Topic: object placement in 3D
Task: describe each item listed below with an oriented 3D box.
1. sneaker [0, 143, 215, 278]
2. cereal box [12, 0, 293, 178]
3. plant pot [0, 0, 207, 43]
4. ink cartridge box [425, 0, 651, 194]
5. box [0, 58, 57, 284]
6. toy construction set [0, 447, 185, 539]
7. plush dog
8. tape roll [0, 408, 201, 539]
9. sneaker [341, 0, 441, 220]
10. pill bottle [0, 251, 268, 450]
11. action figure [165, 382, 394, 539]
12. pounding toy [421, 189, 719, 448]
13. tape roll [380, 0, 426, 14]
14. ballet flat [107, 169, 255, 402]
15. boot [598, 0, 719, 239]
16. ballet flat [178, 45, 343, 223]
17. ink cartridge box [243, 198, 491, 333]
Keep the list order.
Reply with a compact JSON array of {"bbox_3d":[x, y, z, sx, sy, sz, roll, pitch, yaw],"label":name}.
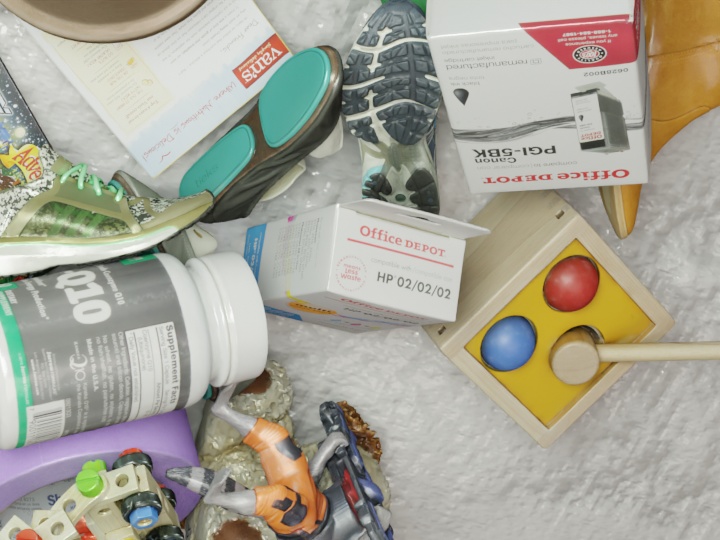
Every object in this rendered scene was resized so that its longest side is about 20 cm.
[{"bbox_3d":[-0.203,-0.049,1.209,0.198,0.077,0.090,-11,95,-11],"label":"sneaker"},{"bbox_3d":[-0.157,-0.184,1.224,0.143,0.040,0.200,-38,124,-1],"label":"cereal box"},{"bbox_3d":[-0.171,-0.246,1.071,0.198,0.175,0.203,0,96,-4],"label":"plant pot"},{"bbox_3d":[0.134,-0.144,1.226,0.145,0.084,0.201,-3,149,13],"label":"ink cartridge box"},{"bbox_3d":[-0.293,-0.072,1.228,0.136,0.038,0.201,-30,123,-5],"label":"box"},{"bbox_3d":[-0.199,0.196,1.235,0.130,0.093,0.200,-19,162,0],"label":"toy construction set"},{"bbox_3d":[-0.056,0.191,1.402,0.170,0.202,0.161,9,146,-15],"label":"plush dog"},{"bbox_3d":[-0.224,0.161,1.307,0.198,0.066,0.201,-14,151,-8],"label":"tape roll"},{"bbox_3d":[0.024,-0.127,1.294,0.077,0.087,0.201,1,131,1],"label":"sneaker"},{"bbox_3d":[-0.174,0.051,1.201,0.198,0.113,0.114,-12,120,-24],"label":"pill bottle"},{"bbox_3d":[-0.048,0.167,1.288,0.104,0.200,0.193,-41,116,10],"label":"action figure"},{"bbox_3d":[0.178,0.043,1.416,0.184,0.142,0.200,-44,123,5],"label":"pounding toy"},{"bbox_3d":[0.108,-0.247,1.294,0.198,0.048,0.203,-10,119,-18],"label":"tape roll"},{"bbox_3d":[-0.131,0.005,1.308,0.063,0.067,0.202,-29,108,-22],"label":"ballet flat"},{"bbox_3d":[0.261,-0.133,1.383,0.142,0.071,0.204,-9,104,-6],"label":"boot"},{"bbox_3d":[-0.059,-0.100,1.265,0.068,0.069,0.200,11,145,-39],"label":"ballet flat"},{"bbox_3d":[0.000,0.000,1.286,0.114,0.199,0.069,13,78,-27],"label":"ink cartridge box"}]
